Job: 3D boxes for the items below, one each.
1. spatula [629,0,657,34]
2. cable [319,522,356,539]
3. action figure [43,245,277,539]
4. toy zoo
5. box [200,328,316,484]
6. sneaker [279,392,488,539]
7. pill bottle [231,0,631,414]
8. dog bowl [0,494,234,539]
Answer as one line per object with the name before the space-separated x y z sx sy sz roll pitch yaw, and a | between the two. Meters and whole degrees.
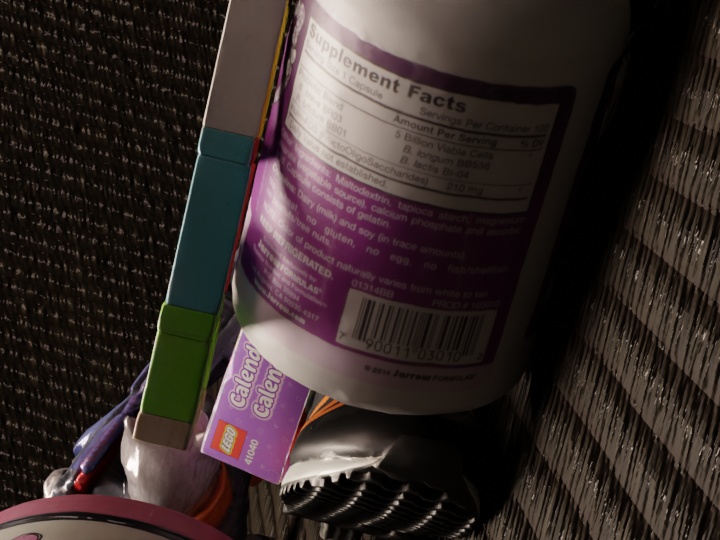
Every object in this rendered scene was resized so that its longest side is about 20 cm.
spatula | 0.070 -0.076 1.003 0.200 0.056 0.021 152 111 -71
cable | -0.011 0.049 1.332 0.097 0.050 0.200 120 167 -59
action figure | -0.061 0.087 1.192 0.200 0.104 0.194 -56 -17 -8
toy zoo | -0.047 -0.042 0.951 0.131 0.020 0.201 -126 49 -87
box | 0.000 0.000 1.150 0.200 0.039 0.137 -33 -36 -70
sneaker | 0.011 0.052 1.010 0.200 0.070 0.090 127 157 -79
pill bottle | 0.028 -0.060 0.904 0.112 0.112 0.200 -83 7 -61
dog bowl | -0.106 0.177 1.113 0.074 0.200 0.200 -75 6 -51
